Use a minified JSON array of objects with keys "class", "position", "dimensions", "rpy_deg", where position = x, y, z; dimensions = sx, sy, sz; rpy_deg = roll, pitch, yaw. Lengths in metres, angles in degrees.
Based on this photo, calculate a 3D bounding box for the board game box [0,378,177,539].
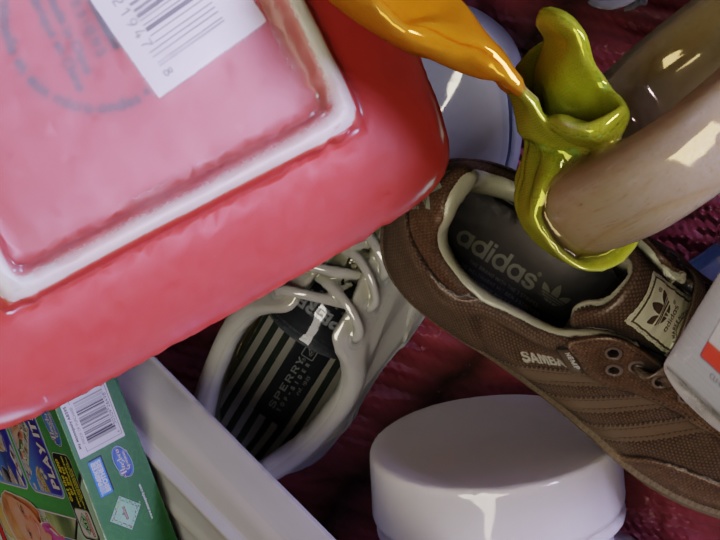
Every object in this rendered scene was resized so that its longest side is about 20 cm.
[{"class":"board game box","position":[-0.101,0.125,1.003],"dimensions":[0.134,0.029,0.200],"rpy_deg":[4,117,57]}]

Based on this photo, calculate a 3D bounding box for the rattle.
[{"class":"rattle","position":[0.105,-0.103,0.794],"dimensions":[0.200,0.130,0.143],"rpy_deg":[-36,86,32]}]

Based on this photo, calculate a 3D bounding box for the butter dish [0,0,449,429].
[{"class":"butter dish","position":[-0.105,-0.069,0.855],"dimensions":[0.199,0.148,0.200],"rpy_deg":[-29,95,-20]}]

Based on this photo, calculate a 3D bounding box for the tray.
[{"class":"tray","position":[-0.050,0.103,0.952],"dimensions":[0.200,0.022,0.108],"rpy_deg":[42,147,36]}]

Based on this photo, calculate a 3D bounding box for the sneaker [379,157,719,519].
[{"class":"sneaker","position":[0.096,0.028,0.884],"dimensions":[0.200,0.076,0.071],"rpy_deg":[27,80,0]}]

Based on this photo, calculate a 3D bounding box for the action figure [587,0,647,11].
[{"class":"action figure","position":[0.158,-0.133,0.852],"dimensions":[0.200,0.070,0.130],"rpy_deg":[-27,145,20]}]

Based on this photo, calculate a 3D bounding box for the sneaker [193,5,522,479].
[{"class":"sneaker","position":[0.000,0.000,0.953],"dimensions":[0.073,0.071,0.200],"rpy_deg":[27,113,3]}]

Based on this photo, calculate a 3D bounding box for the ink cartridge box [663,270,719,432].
[{"class":"ink cartridge box","position":[0.195,-0.037,0.807],"dimensions":[0.050,0.162,0.200],"rpy_deg":[42,117,37]}]

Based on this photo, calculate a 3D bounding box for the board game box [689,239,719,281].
[{"class":"board game box","position":[0.226,0.008,0.920],"dimensions":[0.200,0.037,0.151],"rpy_deg":[-38,97,23]}]

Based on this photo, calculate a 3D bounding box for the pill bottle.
[{"class":"pill bottle","position":[0.057,0.154,0.968],"dimensions":[0.119,0.120,0.201],"rpy_deg":[0,109,14]}]
